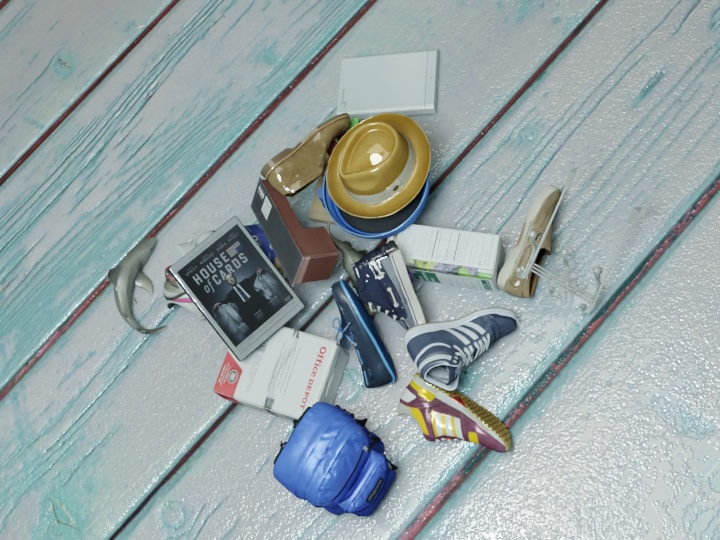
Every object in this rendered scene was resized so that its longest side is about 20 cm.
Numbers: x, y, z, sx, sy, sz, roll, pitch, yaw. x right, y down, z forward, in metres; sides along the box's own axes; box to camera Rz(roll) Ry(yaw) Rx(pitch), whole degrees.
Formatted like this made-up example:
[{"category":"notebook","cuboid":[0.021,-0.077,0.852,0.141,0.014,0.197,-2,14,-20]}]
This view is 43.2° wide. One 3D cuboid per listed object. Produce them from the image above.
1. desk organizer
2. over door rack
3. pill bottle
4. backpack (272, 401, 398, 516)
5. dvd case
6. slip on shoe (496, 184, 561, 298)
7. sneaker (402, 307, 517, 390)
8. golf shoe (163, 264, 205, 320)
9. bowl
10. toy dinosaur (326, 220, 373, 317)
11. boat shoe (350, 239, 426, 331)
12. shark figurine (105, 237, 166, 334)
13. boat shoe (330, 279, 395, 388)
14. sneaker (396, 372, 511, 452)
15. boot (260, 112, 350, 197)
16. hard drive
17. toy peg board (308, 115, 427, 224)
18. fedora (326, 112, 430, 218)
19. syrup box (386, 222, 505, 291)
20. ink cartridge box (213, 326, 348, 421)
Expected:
[{"category":"desk organizer","cuboid":[-0.118,-0.073,1.614,0.076,0.072,0.201,-7,51,-32]},{"category":"over door rack","cuboid":[0.361,-0.049,1.505,0.146,0.067,0.202,26,97,-13]},{"category":"pill bottle","cuboid":[-0.234,-0.020,1.647,0.197,0.111,0.112,-11,60,-30]},{"category":"backpack","cuboid":[-0.037,0.304,1.462,0.166,0.200,0.164,23,77,24]},{"category":"dvd case","cuboid":[-0.212,0.031,1.570,0.150,0.025,0.201,-39,96,-15]},{"category":"slip on shoe","cuboid":[0.304,-0.048,1.562,0.060,0.076,0.202,25,81,29]},{"category":"sneaker","cuboid":[0.177,0.131,1.502,0.197,0.071,0.109,-11,42,-8]},{"category":"golf shoe","cuboid":[-0.276,0.051,1.717,0.197,0.073,0.094,14,114,11]},{"category":"bowl","cuboid":[0.030,-0.150,1.614,0.197,0.039,0.204,-6,72,18]},{"category":"toy dinosaur","cuboid":[0.000,0.000,1.607,0.076,0.203,0.102,-17,21,-1]},{"category":"boat shoe","cuboid":[0.051,0.056,1.559,0.091,0.075,0.203,-21,101,-1]},{"category":"shark figurine","cuboid":[-0.455,0.039,1.759,0.126,0.090,0.218,-16,64,12]},{"category":"boat shoe","cuboid":[-0.008,0.116,1.549,0.068,0.084,0.202,-25,98,11]},{"category":"sneaker","cuboid":[0.154,0.255,1.502,0.199,0.075,0.091,34,103,22]},{"category":"boot","cuboid":[-0.082,-0.206,1.638,0.199,0.074,0.076,-41,82,-18]},{"category":"hard drive","cuboid":[0.054,-0.365,1.791,0.196,0.027,0.134,-2,69,17]},{"category":"toy peg board","cuboid":[0.005,-0.191,1.699,0.197,0.098,0.202,9,72,20]},{"category":"fedora","cuboid":[0.021,-0.191,1.561,0.197,0.082,0.204,-6,72,19]},{"category":"syrup box","cuboid":[0.148,-0.024,1.600,0.197,0.079,0.083,7,72,19]},{"category":"ink cartridge box","cuboid":[-0.137,0.181,1.605,0.197,0.083,0.149,14,73,22]}]
